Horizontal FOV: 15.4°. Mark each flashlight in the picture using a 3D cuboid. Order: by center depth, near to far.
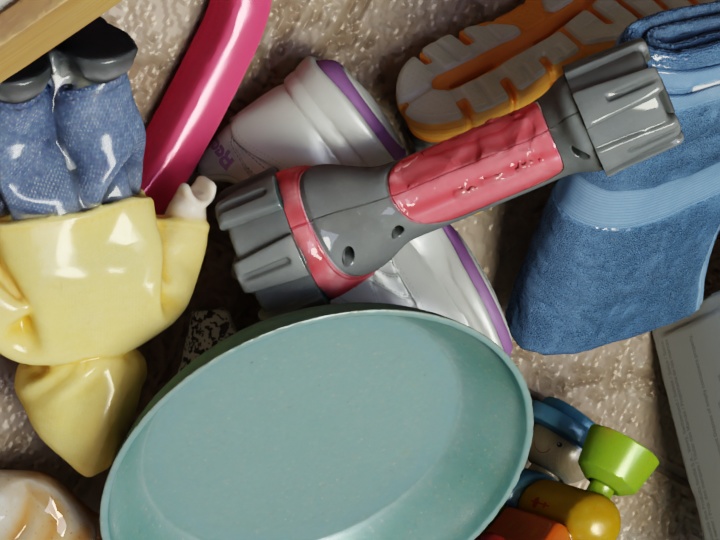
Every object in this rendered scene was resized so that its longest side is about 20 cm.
[{"bbox_3d":[0.039,-0.042,1.152,0.200,0.068,0.068,-23,129,8],"label":"flashlight"}]

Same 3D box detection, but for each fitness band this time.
[{"bbox_3d":[-0.119,-0.098,1.161,0.143,0.037,0.200,26,95,-38],"label":"fitness band"}]

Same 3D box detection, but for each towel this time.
[{"bbox_3d":[0.139,-0.042,1.267,0.111,0.049,0.200,-18,145,-32],"label":"towel"}]

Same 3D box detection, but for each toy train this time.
[{"bbox_3d":[0.106,0.126,1.280,0.085,0.200,0.116,36,80,-19],"label":"toy train"}]

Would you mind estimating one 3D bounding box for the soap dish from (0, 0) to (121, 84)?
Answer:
[{"bbox_3d":[-0.127,-0.167,1.025,0.200,0.158,0.081,-31,159,17],"label":"soap dish"}]

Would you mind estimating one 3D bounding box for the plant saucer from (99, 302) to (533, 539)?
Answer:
[{"bbox_3d":[-0.022,0.081,1.182,0.199,0.036,0.200,-12,135,-12],"label":"plant saucer"}]

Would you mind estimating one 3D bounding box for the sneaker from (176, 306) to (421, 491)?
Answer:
[{"bbox_3d":[-0.007,0.058,1.269,0.200,0.077,0.089,8,88,-37],"label":"sneaker"}]

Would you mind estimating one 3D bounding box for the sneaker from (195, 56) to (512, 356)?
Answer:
[{"bbox_3d":[0.000,0.000,1.242,0.099,0.075,0.200,-33,107,3],"label":"sneaker"}]

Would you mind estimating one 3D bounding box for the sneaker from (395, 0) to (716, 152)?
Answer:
[{"bbox_3d":[0.106,-0.094,1.277,0.200,0.078,0.077,-24,132,-18],"label":"sneaker"}]

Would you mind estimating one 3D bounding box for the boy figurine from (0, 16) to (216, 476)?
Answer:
[{"bbox_3d":[-0.118,-0.007,1.138,0.124,0.064,0.200,-18,123,-22],"label":"boy figurine"}]

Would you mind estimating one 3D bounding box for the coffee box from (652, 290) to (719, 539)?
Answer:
[{"bbox_3d":[0.300,0.085,1.329,0.197,0.200,0.200,-4,73,-30],"label":"coffee box"}]

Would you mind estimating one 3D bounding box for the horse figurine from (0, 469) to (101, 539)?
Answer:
[{"bbox_3d":[-0.175,0.128,1.189,0.200,0.050,0.133,19,77,-22],"label":"horse figurine"}]
